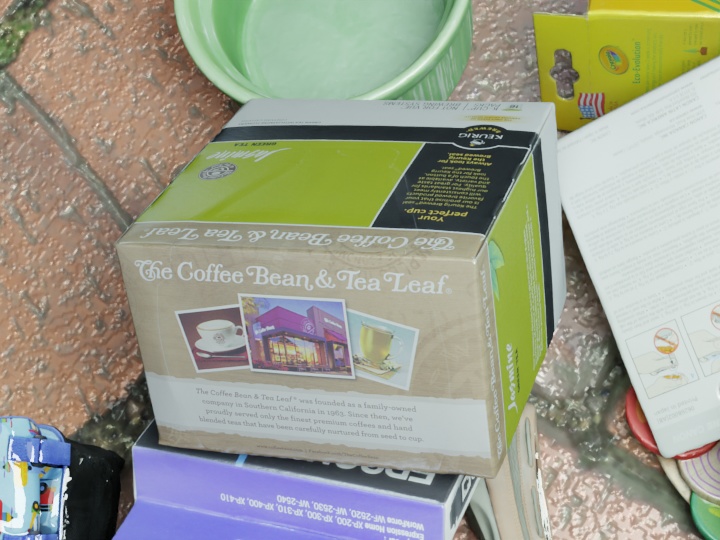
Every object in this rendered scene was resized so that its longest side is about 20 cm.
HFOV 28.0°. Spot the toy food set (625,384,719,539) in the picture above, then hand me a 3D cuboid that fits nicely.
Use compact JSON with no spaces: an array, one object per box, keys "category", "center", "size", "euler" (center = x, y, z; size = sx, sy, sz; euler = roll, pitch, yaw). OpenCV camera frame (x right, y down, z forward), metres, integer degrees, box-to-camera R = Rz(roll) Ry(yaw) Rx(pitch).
[{"category":"toy food set","center":[0.261,0.075,0.854],"size":[0.196,0.049,0.202],"euler":[14,75,16]}]

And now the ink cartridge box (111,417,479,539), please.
[{"category":"ink cartridge box","center":[-0.025,0.102,0.835],"size":[0.196,0.044,0.200],"euler":[6,38,23]}]

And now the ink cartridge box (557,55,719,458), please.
[{"category":"ink cartridge box","center":[0.213,-0.014,0.832],"size":[0.161,0.050,0.201],"euler":[-26,81,30]}]

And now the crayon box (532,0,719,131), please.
[{"category":"crayon box","center":[0.210,-0.137,0.891],"size":[0.198,0.127,0.051],"euler":[3,62,12]}]

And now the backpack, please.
[{"category":"backpack","center":[-0.244,0.197,0.869],"size":[0.181,0.135,0.202],"euler":[-1,74,12]}]

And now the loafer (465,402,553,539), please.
[{"category":"loafer","center":[0.104,0.170,0.845],"size":[0.062,0.072,0.201],"euler":[-17,66,-3]}]

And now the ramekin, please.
[{"category":"ramekin","center":[-0.017,-0.176,0.967],"size":[0.198,0.098,0.202],"euler":[-4,71,10]}]

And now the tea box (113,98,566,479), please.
[{"category":"tea box","center":[0.000,0.000,0.814],"size":[0.198,0.135,0.197],"euler":[3,29,20]}]
